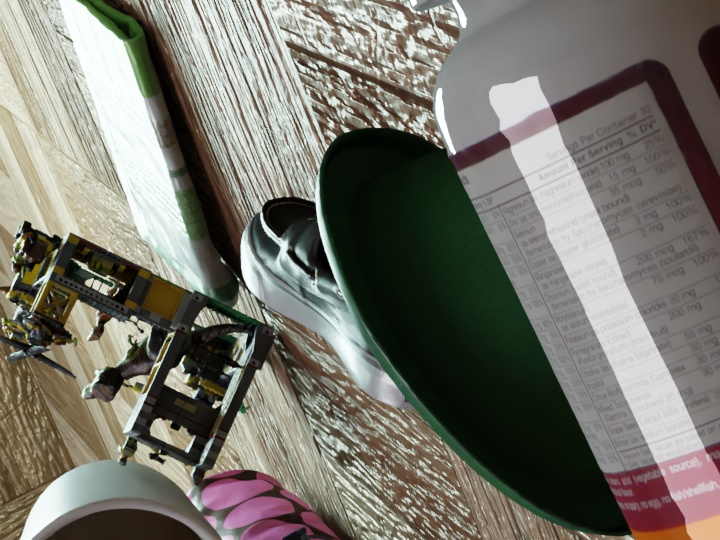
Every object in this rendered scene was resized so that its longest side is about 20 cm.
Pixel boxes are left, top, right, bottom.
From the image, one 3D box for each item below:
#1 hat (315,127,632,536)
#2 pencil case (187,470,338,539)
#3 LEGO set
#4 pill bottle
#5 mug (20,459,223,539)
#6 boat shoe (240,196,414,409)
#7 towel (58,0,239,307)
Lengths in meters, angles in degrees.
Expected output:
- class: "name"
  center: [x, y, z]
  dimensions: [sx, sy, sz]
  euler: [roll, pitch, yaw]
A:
- class: "hat"
  center: [0.098, -0.029, 0.828]
  dimensions: [0.166, 0.176, 0.200]
  euler: [58, -155, 17]
- class: "pencil case"
  center: [-0.063, 0.192, 1.725]
  dimensions: [0.200, 0.094, 0.091]
  euler: [-153, 56, -69]
- class: "LEGO set"
  center: [-0.154, 0.064, 1.653]
  dimensions: [0.200, 0.116, 0.154]
  euler: [28, 166, -19]
- class: "pill bottle"
  center: [0.086, -0.024, 0.670]
  dimensions: [0.200, 0.110, 0.110]
  euler: [64, 168, -1]
- class: "mug"
  center: [-0.155, 0.207, 1.618]
  dimensions: [0.153, 0.149, 0.187]
  euler: [-122, 40, -73]
- class: "boat shoe"
  center: [0.000, 0.000, 1.203]
  dimensions: [0.200, 0.069, 0.057]
  euler: [-138, 44, -56]
- class: "towel"
  center: [-0.134, -0.085, 1.663]
  dimensions: [0.149, 0.031, 0.200]
  euler: [41, 152, 56]
